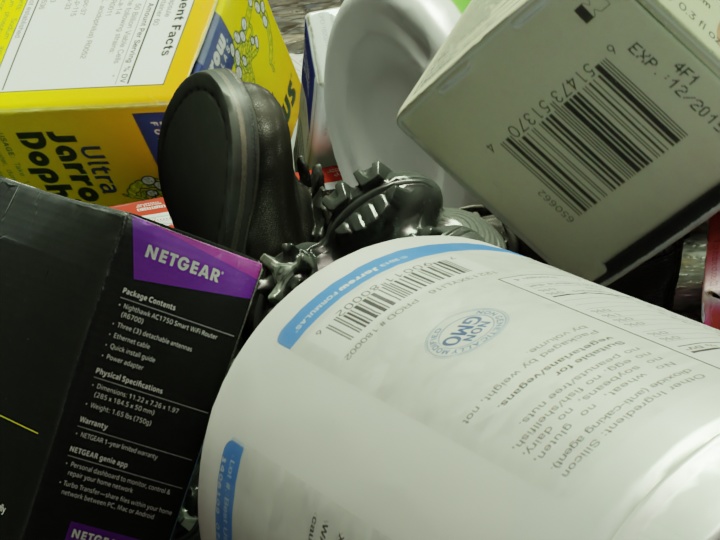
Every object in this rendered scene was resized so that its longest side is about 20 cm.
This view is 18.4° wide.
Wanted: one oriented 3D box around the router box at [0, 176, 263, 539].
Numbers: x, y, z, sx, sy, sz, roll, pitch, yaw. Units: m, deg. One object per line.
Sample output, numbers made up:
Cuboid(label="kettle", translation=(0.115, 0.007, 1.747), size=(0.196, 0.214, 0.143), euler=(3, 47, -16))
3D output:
Cuboid(label="router box", translation=(-0.122, 0.045, 0.655), size=(0.051, 0.150, 0.199), euler=(20, -2, -37))

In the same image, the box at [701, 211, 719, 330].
Cuboid(label="box", translation=(0.160, 0.019, 0.711), size=(0.095, 0.100, 0.200), euler=(-3, 17, 12))

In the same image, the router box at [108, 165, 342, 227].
Cuboid(label="router box", translation=(0.000, 0.000, 0.924), size=(0.198, 0.049, 0.179), euler=(-11, 17, -13))

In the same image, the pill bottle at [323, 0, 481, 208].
Cuboid(label="pill bottle", translation=(0.096, -0.074, 0.851), size=(0.199, 0.112, 0.111), euler=(-15, 19, -27))

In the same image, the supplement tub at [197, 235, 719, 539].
Cuboid(label="supplement tub", translation=(0.055, 0.072, 0.529), size=(0.131, 0.133, 0.200), euler=(-15, 19, -24))

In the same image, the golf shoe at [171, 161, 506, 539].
Cuboid(label="golf shoe", translation=(-0.027, 0.060, 0.673), size=(0.199, 0.094, 0.078), euler=(-36, 51, 15))

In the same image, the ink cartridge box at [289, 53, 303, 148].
Cuboid(label="ink cartridge box", translation=(-0.047, -0.084, 1.233), size=(0.198, 0.051, 0.161), euler=(-7, 16, -14))

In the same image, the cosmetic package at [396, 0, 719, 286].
Cuboid(label="cosmetic package", translation=(0.104, -0.099, 0.715), size=(0.103, 0.087, 0.200), euler=(-39, 14, 45))

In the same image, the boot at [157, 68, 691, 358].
Cuboid(label="boot", translation=(0.028, -0.009, 0.740), size=(0.173, 0.201, 0.070), euler=(-16, 52, -9))

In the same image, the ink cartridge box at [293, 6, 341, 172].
Cuboid(label="ink cartridge box", translation=(0.070, -0.083, 1.028), size=(0.198, 0.041, 0.200), euler=(-8, -14, -6))

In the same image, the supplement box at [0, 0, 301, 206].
Cuboid(label="supplement box", translation=(-0.144, -0.079, 1.074), size=(0.198, 0.110, 0.109), euler=(0, 50, 20))
